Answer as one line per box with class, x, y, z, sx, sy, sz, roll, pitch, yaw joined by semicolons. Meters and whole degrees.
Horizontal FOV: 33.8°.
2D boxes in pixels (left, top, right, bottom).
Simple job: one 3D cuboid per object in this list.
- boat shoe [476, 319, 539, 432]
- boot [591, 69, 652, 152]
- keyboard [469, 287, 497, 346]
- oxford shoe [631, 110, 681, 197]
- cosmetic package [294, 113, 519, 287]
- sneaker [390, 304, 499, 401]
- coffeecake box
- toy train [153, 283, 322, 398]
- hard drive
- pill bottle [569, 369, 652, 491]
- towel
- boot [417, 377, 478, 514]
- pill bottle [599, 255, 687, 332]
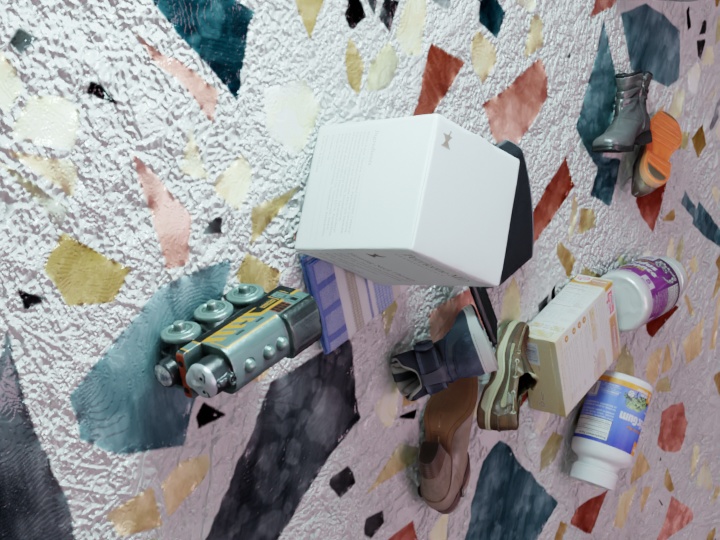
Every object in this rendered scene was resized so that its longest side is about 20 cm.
boat shoe;0.243;0.167;1.840;0.075;0.075;0.203;70;35;-49
boot;0.445;-0.273;2.023;0.200;0.070;0.132;-27;118;-58
keyboard;0.160;0.001;1.710;0.127;0.021;0.200;-77;148;-62
oxford shoe;0.527;-0.214;2.147;0.071;0.073;0.200;34;51;-5
cosmetic package;0.056;-0.080;1.437;0.167;0.200;0.167;22;75;-43
sneaker;0.113;0.117;1.696;0.202;0.146;0.077;-84;151;-79
coffeecake box;0.357;0.124;2.000;0.200;0.073;0.154;-39;128;-39
toy train;-0.136;0.078;1.333;0.200;0.114;0.085;-32;123;-43
hard drive;0.213;-0.083;1.787;0.135;0.042;0.200;-36;126;-44
pill bottle;0.444;0.287;2.123;0.112;0.112;0.200;31;74;-51
towel;0.000;0.000;1.557;0.200;0.024;0.147;-39;127;-39
boot;0.139;0.261;1.778;0.200;0.070;0.146;-60;147;-27
pill bottle;0.511;0.035;2.140;0.200;0.112;0.113;-19;114;-48
